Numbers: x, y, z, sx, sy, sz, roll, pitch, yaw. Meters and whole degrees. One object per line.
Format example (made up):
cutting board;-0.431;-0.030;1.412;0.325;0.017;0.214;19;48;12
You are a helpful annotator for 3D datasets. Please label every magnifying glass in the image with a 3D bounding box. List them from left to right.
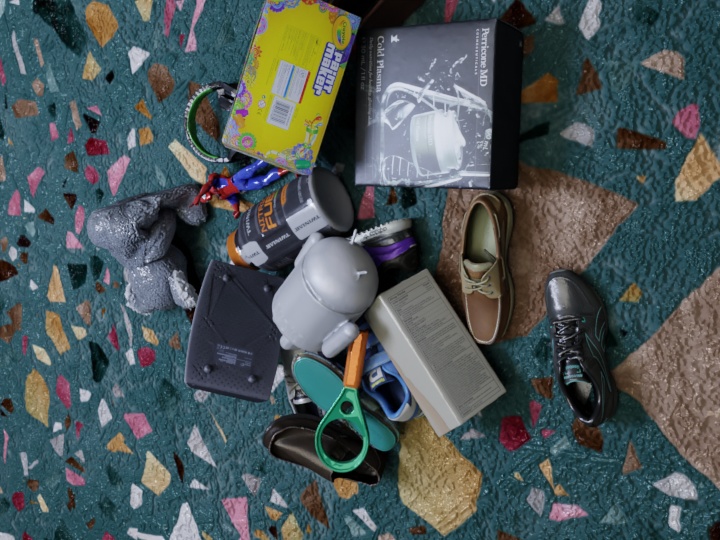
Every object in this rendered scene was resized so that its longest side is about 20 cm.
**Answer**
magnifying glass;-0.016;0.184;1.039;0.078;0.022;0.205;10;97;8

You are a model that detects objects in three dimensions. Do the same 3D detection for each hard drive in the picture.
hard drive;-0.181;0.090;1.076;0.042;0.132;0.204;124;156;-53

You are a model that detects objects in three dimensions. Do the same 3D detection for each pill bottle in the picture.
pill bottle;-0.114;-0.066;1.117;0.198;0.106;0.108;-28;83;30

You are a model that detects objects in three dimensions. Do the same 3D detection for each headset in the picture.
headset;-0.189;-0.235;1.145;0.195;0.094;0.127;-4;95;14

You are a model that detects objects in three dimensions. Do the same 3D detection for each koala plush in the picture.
koala plush;-0.353;-0.022;1.240;0.174;0.183;0.204;-6;106;31

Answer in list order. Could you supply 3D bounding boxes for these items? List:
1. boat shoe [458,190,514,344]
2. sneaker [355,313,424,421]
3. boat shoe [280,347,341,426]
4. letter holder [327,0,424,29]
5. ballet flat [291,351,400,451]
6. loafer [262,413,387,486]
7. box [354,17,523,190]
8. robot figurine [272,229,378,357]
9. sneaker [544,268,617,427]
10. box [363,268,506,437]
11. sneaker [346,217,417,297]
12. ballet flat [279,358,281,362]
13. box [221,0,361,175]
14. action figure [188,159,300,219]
boat shoe;0.160;-0.003;0.980;0.074;0.073;0.205;2;98;30
sneaker;0.031;0.129;1.072;0.074;0.082;0.202;-40;76;30
boat shoe;-0.080;0.178;1.121;0.072;0.066;0.203;-15;108;23
letter holder;0.036;-0.410;0.959;0.199;0.141;0.102;-38;78;28
ballet flat;-0.020;0.186;1.090;0.200;0.074;0.074;45;118;-8
loafer;-0.048;0.269;1.087;0.196;0.072;0.074;14;111;-11
box;0.102;-0.210;0.962;0.193;0.123;0.205;5;99;28
robot figurine;-0.048;0.034;1.016;0.200;0.111;0.172;-49;55;39
sneaker;0.276;0.097;0.924;0.074;0.079;0.204;-18;86;31
box;0.099;0.112;1.010;0.202;0.094;0.078;58;153;12
sneaker;0.000;0.000;1.079;0.197;0.069;0.102;-20;89;32
ballet flat;-0.109;0.093;1.171;0.198;0.068;0.064;-30;54;28
box;-0.098;-0.244;0.981;0.120;0.193;0.204;18;95;-12
action figure;-0.190;-0.126;1.159;0.197;0.100;0.066;-14;131;33
